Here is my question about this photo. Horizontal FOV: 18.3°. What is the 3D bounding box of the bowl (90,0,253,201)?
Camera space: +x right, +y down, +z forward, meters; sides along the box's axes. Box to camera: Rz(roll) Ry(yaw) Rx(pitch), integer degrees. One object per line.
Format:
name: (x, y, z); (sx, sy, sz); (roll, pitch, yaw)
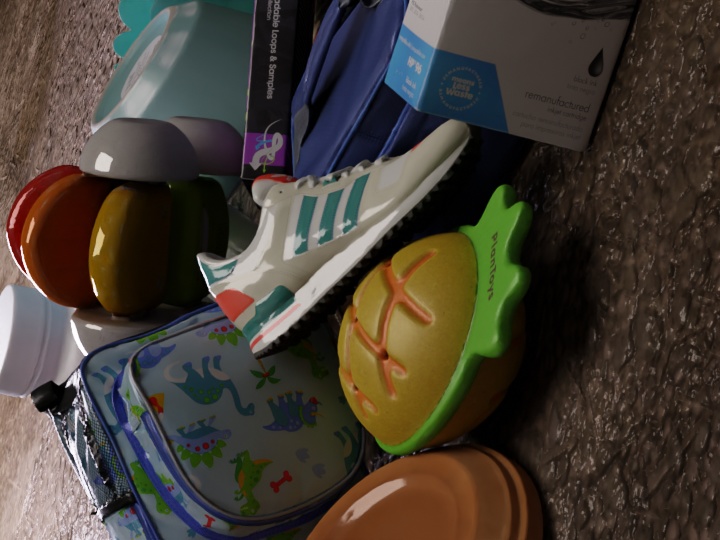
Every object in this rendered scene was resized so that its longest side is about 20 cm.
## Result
bowl: (-0.137, -0.130, 1.745); (0.201, 0.105, 0.201); (-50, 19, 24)

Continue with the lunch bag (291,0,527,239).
lunch bag: (0.032, -0.122, 1.446); (0.136, 0.132, 0.200); (-101, 30, -47)

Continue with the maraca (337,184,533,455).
maraca: (0.052, 0.032, 1.335); (0.200, 0.107, 0.137); (131, 148, -50)

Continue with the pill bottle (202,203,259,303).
pill bottle: (-0.131, 0.050, 1.758); (0.200, 0.111, 0.111); (-55, 22, 1)

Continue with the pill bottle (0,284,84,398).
pill bottle: (-0.205, 0.076, 1.863); (0.120, 0.199, 0.120); (-168, 90, -70)

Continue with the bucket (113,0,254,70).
bucket: (-0.116, -0.246, 1.895); (0.207, 0.134, 0.208); (-166, 90, -74)

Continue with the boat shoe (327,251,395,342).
boat shoe: (-0.006, -0.001, 1.555); (0.202, 0.075, 0.075); (-111, 37, -58)

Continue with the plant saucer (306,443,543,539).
plant saucer: (0.019, 0.182, 1.312); (0.200, 0.037, 0.200); (-34, 32, 24)

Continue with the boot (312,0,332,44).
boot: (0.018, -0.185, 1.622); (0.200, 0.075, 0.108); (120, 150, -56)

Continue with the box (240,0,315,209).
box: (-0.057, -0.151, 1.598); (0.143, 0.036, 0.201); (72, -157, -82)

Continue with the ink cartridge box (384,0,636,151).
ink cartridge box: (0.103, -0.183, 1.313); (0.068, 0.116, 0.201); (-130, 55, -64)

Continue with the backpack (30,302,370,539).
backpack: (-0.083, 0.125, 1.447); (0.200, 0.183, 0.147); (66, 151, 8)

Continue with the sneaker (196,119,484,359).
sneaker: (-0.018, -0.040, 1.378); (0.200, 0.093, 0.070); (-44, -10, 12)

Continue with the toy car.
toy car: (-0.171, -0.024, 1.601); (0.200, 0.150, 0.176); (-13, -72, -67)
